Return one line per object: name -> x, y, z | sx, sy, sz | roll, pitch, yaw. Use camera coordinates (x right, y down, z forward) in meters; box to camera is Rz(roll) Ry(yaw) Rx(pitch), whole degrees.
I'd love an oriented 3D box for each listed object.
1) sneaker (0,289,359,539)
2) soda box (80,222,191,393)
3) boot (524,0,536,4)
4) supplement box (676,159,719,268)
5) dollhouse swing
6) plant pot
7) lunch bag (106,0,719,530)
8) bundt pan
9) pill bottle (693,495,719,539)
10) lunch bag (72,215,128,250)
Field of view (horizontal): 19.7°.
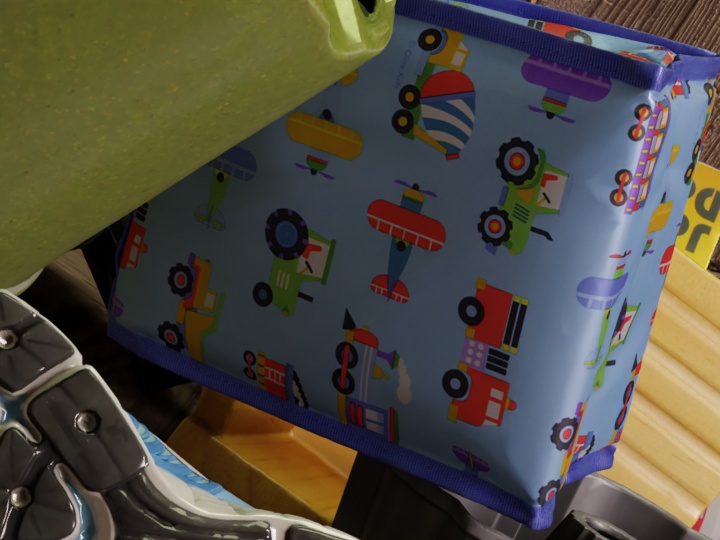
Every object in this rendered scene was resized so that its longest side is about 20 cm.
sneaker -> -0.077, 0.069, 0.531 | 0.200, 0.078, 0.090 | 36, -15, -10
soda box -> -0.099, -0.029, 0.970 | 0.063, 0.071, 0.200 | -12, 34, -14
boot -> -0.005, -0.072, 0.804 | 0.072, 0.200, 0.166 | 35, 38, 10
supplement box -> 0.114, -0.009, 1.144 | 0.109, 0.110, 0.200 | 24, -9, -5
dollhouse swing -> 0.065, 0.048, 0.849 | 0.176, 0.200, 0.182 | 39, 5, 13
plant pot -> -0.099, -0.088, 0.629 | 0.200, 0.190, 0.200 | 53, 25, -37
lunch bag -> 0.000, -0.024, 0.697 | 0.200, 0.151, 0.094 | 18, 14, 18
bundt pan -> 0.072, 0.125, 0.746 | 0.202, 0.076, 0.202 | 28, 8, -4
pill bottle -> 0.097, 0.098, 1.099 | 0.200, 0.112, 0.112 | 30, 6, -38
lunch bag -> -0.194, -0.095, 0.883 | 0.200, 0.139, 0.168 | 31, 3, -32
